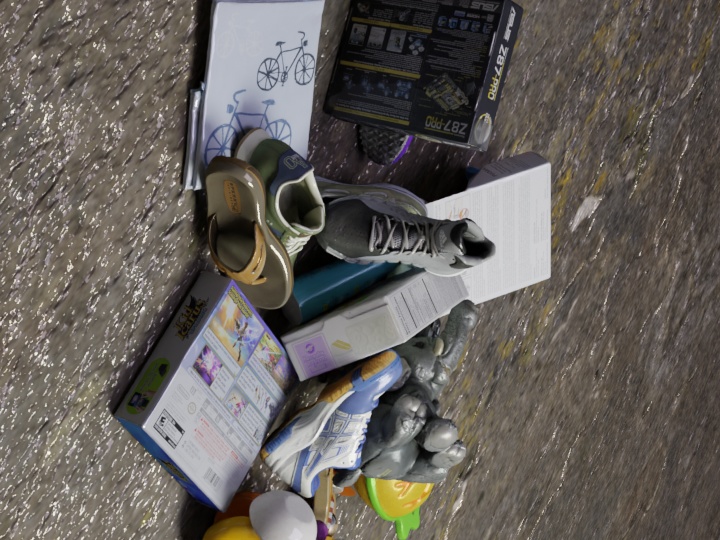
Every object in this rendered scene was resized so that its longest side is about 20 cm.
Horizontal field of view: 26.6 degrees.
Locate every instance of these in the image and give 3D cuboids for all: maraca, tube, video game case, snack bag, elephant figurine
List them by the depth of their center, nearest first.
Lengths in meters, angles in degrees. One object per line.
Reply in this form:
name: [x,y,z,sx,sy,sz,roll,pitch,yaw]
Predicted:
snack bag: [-0.109,-0.188,1.572,0.188,0.021,0.202,-16,119,-52]
video game case: [-0.156,0.130,1.613,0.182,0.045,0.200,-59,145,-21]
tube: [0.000,0.000,1.733,0.199,0.077,0.051,-26,89,-25]
elephant figurine: [0.055,0.140,1.768,0.142,0.154,0.201,113,-20,-46]
maraca: [0.047,0.248,1.887,0.138,0.106,0.201,-65,148,-30]

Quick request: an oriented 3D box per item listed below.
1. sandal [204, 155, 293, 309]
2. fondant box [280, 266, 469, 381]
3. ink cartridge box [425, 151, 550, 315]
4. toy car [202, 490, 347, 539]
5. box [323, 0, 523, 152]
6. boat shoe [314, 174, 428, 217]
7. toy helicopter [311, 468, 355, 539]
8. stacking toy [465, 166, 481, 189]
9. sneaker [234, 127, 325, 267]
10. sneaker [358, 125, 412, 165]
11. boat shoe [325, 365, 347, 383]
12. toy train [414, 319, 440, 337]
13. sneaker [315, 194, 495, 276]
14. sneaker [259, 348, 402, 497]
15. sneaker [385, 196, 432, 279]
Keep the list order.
sandal: [-0.122,-0.029,1.551,0.201,0.080,0.054,79,24,-45]
fondant box: [0.019,0.051,1.720,0.200,0.143,0.059,-28,95,-62]
ink cartridge box: [0.147,-0.043,1.877,0.198,0.057,0.164,-17,120,-24]
toy car: [-0.085,0.326,1.694,0.175,0.200,0.150,-45,-167,22]
box: [0.066,-0.228,1.661,0.049,0.199,0.163,16,89,-56]
boat shoe: [0.002,-0.061,1.709,0.199,0.062,0.073,7,110,-38]
toy helicopter: [-0.041,0.269,1.812,0.133,0.078,0.201,-71,167,-50]
stacking toy: [0.139,-0.023,1.968,0.200,0.109,0.116,-50,144,-16]
sneaker: [-0.078,-0.050,1.594,0.067,0.089,0.201,-41,144,-33]
sneaker: [0.061,-0.219,1.779,0.099,0.069,0.202,2,102,-59]
boat shoe: [0.025,0.123,1.871,0.199,0.075,0.075,-3,111,-48]
toy train: [0.064,0.151,1.972,0.046,0.034,0.202,33,75,-67]
sneaker: [0.058,-0.041,1.624,0.198,0.115,0.076,9,83,-28]
sneaker: [-0.016,0.168,1.679,0.200,0.088,0.075,-41,-175,20]
sneaker: [0.052,-0.016,1.839,0.200,0.073,0.119,45,59,-57]
